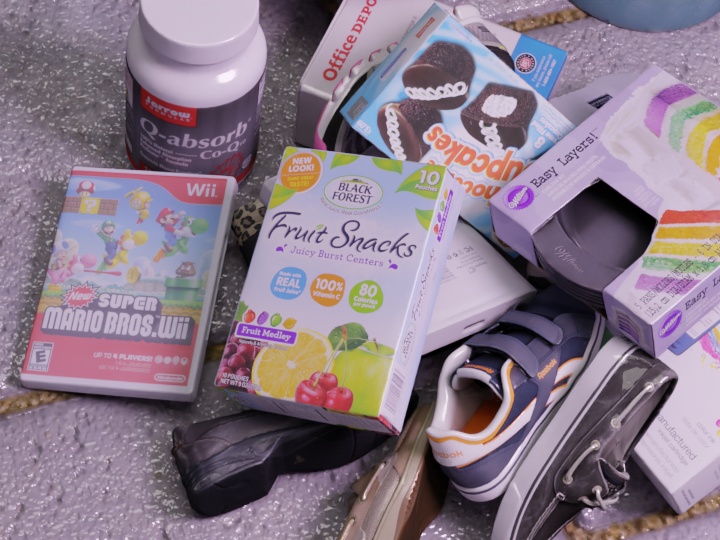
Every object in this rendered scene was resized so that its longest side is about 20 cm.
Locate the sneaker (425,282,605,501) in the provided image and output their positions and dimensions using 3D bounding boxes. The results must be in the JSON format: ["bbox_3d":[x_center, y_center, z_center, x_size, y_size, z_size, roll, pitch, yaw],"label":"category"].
[{"bbox_3d":[0.119,0.074,1.473,0.078,0.079,0.200,6,55,43],"label":"sneaker"}]

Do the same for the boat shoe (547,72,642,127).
[{"bbox_3d":[0.217,-0.121,1.685,0.071,0.070,0.200,33,34,26],"label":"boat shoe"}]

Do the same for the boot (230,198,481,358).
[{"bbox_3d":[-0.001,-0.001,1.579,0.203,0.074,0.154,-10,56,-15],"label":"boot"}]

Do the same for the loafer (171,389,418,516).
[{"bbox_3d":[-0.051,0.119,1.497,0.199,0.073,0.072,-18,57,-19],"label":"loafer"}]

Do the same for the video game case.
[{"bbox_3d":[-0.185,0.008,1.556,0.142,0.017,0.201,4,61,9],"label":"video game case"}]

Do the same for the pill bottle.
[{"bbox_3d":[-0.136,-0.158,1.585,0.115,0.200,0.116,3,57,-5],"label":"pill bottle"}]

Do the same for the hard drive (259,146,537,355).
[{"bbox_3d":[0.029,-0.021,1.544,0.132,0.026,0.200,-20,52,-35],"label":"hard drive"}]

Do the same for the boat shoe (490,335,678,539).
[{"bbox_3d":[0.168,0.148,1.452,0.064,0.071,0.201,35,100,29],"label":"boat shoe"}]

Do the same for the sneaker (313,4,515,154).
[{"bbox_3d":[0.050,-0.140,1.574,0.200,0.074,0.087,-37,64,-26],"label":"sneaker"}]

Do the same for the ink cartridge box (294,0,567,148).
[{"bbox_3d":[0.060,-0.152,1.675,0.199,0.084,0.146,22,58,8],"label":"ink cartridge box"}]

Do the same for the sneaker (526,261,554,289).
[{"bbox_3d":[0.200,-0.061,1.607,0.200,0.094,0.070,-35,27,-32],"label":"sneaker"}]

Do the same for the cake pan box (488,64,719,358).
[{"bbox_3d":[0.225,-0.048,1.492,0.200,0.052,0.184,-38,52,-15],"label":"cake pan box"}]

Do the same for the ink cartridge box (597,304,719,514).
[{"bbox_3d":[0.281,0.070,1.515,0.200,0.088,0.146,-37,66,0],"label":"ink cartridge box"}]

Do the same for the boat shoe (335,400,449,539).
[{"bbox_3d":[0.020,0.176,1.469,0.065,0.072,0.200,5,46,21],"label":"boat shoe"}]

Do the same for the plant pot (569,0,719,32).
[{"bbox_3d":[0.276,-0.343,1.796,0.199,0.135,0.201,4,57,-5],"label":"plant pot"}]

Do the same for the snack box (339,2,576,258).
[{"bbox_3d":[0.092,-0.109,1.544,0.116,0.200,0.037,-49,32,8],"label":"snack box"}]

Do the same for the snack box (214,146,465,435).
[{"bbox_3d":[-0.015,0.013,1.460,0.142,0.053,0.201,9,73,24],"label":"snack box"}]
